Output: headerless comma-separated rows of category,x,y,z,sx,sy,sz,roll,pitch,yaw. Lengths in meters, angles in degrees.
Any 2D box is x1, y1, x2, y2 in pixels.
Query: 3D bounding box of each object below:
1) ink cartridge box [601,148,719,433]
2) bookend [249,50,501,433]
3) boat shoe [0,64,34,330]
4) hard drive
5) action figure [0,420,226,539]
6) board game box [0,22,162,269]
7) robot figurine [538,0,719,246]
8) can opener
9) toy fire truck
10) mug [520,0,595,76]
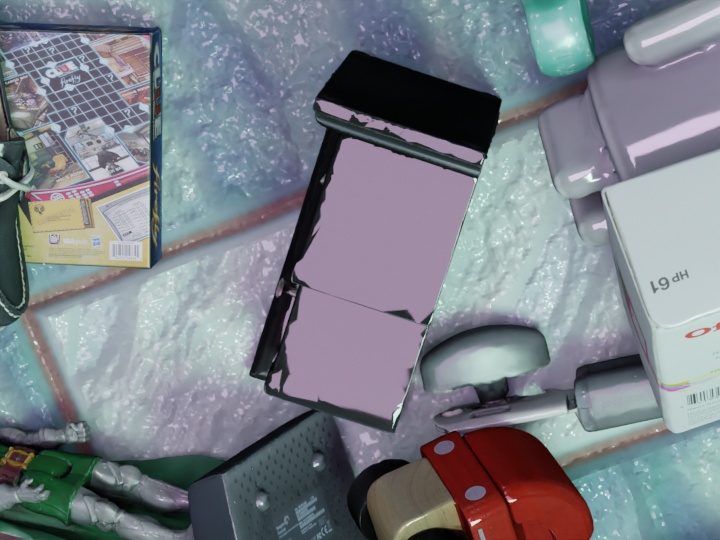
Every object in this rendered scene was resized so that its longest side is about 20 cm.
ink cartridge box,0.209,0.001,1.427,0.144,0.200,0.085,-19,72,2
bookend,0.000,0.000,1.484,0.092,0.199,0.200,18,103,1
boat shoe,-0.213,-0.065,1.526,0.060,0.076,0.200,-15,99,16
hard drive,-0.032,0.189,1.562,0.042,0.135,0.200,-11,101,31
action figure,-0.174,0.123,1.586,0.200,0.118,0.055,11,126,16
board game box,-0.213,-0.073,1.580,0.200,0.035,0.136,3,101,7
robot figurine,0.198,-0.084,1.486,0.200,0.113,0.170,-21,137,10
can opener,0.133,0.053,1.552,0.200,0.053,0.067,-13,100,8
toy fire truck,0.118,0.167,1.535,0.200,0.129,0.176,-24,124,-8
mug,0.078,-0.211,1.464,0.152,0.114,0.185,19,104,3
